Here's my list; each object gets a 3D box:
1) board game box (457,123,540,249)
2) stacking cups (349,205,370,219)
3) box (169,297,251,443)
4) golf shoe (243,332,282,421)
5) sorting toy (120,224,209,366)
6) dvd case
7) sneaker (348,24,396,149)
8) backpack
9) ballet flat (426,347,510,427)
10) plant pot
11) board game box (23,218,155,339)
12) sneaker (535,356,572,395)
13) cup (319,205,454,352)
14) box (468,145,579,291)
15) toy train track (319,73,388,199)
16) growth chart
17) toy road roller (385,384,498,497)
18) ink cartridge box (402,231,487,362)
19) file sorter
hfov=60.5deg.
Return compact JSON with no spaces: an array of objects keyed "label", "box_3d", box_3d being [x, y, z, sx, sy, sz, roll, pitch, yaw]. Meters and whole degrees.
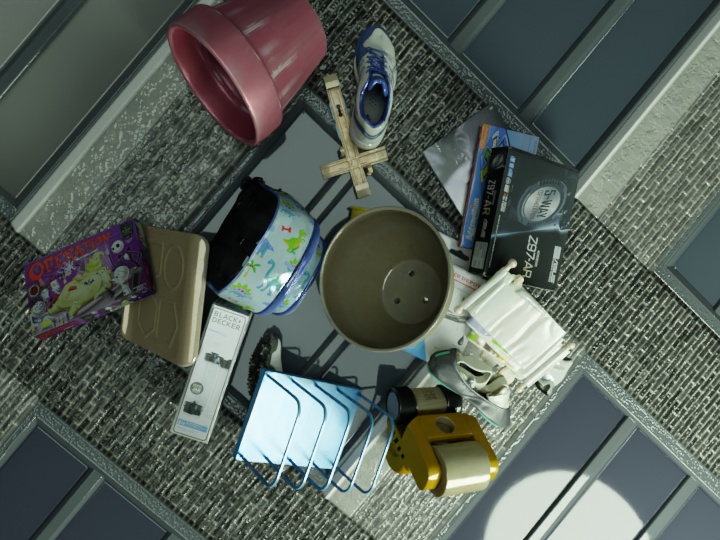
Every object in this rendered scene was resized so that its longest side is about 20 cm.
[{"label":"board game box","box_3d":[0.228,-0.130,1.022,0.101,0.019,0.205,11,92,-9]},{"label":"stacking cups","box_3d":[0.000,0.000,1.008,0.059,0.061,0.205,6,97,-6]},{"label":"box","box_3d":[-0.226,0.148,0.960,0.059,0.117,0.204,18,91,-6]},{"label":"golf shoe","box_3d":[-0.136,0.203,1.003,0.093,0.077,0.205,5,93,-27]},{"label":"sorting toy","box_3d":[-0.295,0.032,0.936,0.036,0.197,0.190,4,94,-48]},{"label":"dvd case","box_3d":[0.215,-0.154,1.037,0.147,0.016,0.202,-34,96,-3]},{"label":"sneaker","box_3d":[0.028,-0.295,0.963,0.073,0.088,0.205,4,82,-11]},{"label":"backpack","box_3d":[-0.137,-0.025,0.917,0.146,0.200,0.185,33,88,-26]},{"label":"ballet flat","box_3d":[0.191,0.182,0.970,0.199,0.073,0.074,38,89,-24]},{"label":"plant pot","box_3d":[-0.153,-0.319,0.913,0.179,0.200,0.201,-43,97,-18]},{"label":"board game box","box_3d":[-0.414,0.013,0.938,0.196,0.032,0.122,-22,67,6]},{"label":"sneaker","box_3d":[0.280,0.108,1.035,0.088,0.074,0.200,-43,106,-2]},{"label":"cup","box_3d":[0.056,0.022,0.916,0.196,0.143,0.205,-4,79,22]},{"label":"box","box_3d":[0.264,-0.079,0.993,0.157,0.043,0.205,12,91,-28]},{"label":"toy train track","box_3d":[-0.021,-0.218,1.001,0.112,0.033,0.204,-17,94,-5]},{"label":"growth chart","box_3d":[0.239,0.096,0.971,0.144,0.018,0.200,-37,106,20]},{"label":"toy road roller","box_3d":[0.110,0.283,0.970,0.120,0.201,0.148,1,125,-23]},{"label":"ink cartridge box","box_3d":[0.137,0.049,1.016,0.114,0.067,0.203,24,90,-7]},{"label":"file sorter","box_3d":[-0.064,0.252,0.938,0.198,0.122,0.142,20,92,-39]}]
